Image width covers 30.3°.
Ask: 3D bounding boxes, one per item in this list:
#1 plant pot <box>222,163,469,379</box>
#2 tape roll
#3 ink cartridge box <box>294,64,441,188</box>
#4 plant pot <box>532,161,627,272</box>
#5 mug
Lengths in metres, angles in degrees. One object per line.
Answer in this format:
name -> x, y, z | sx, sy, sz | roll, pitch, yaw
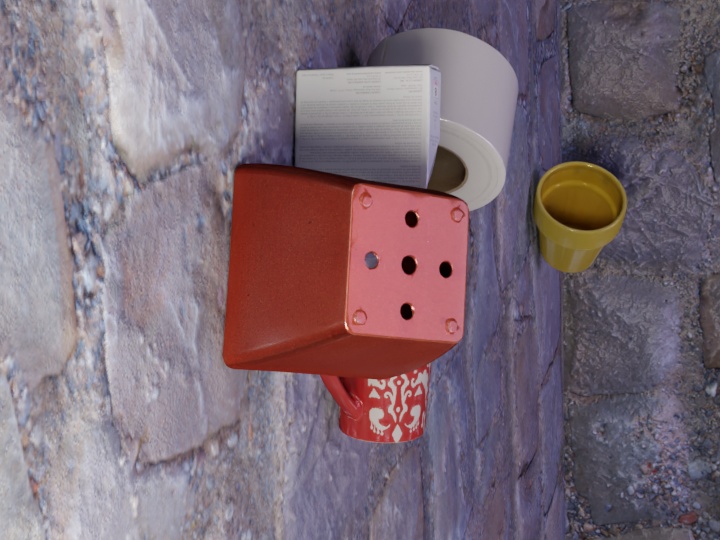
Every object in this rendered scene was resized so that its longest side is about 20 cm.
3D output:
plant pot -> 0.000, 0.000, 1.276 | 0.198, 0.175, 0.203 | 7, 84, -33
tape roll -> 0.091, -0.182, 1.656 | 0.203, 0.200, 0.141 | 65, 31, -54
ink cartridge box -> 0.005, -0.121, 1.451 | 0.057, 0.160, 0.203 | -8, 99, -67
plant pot -> 0.468, -0.103, 2.907 | 0.190, 0.198, 0.203 | 95, 8, -53
mug -> 0.009, 0.096, 1.602 | 0.133, 0.175, 0.203 | -146, -124, -67
